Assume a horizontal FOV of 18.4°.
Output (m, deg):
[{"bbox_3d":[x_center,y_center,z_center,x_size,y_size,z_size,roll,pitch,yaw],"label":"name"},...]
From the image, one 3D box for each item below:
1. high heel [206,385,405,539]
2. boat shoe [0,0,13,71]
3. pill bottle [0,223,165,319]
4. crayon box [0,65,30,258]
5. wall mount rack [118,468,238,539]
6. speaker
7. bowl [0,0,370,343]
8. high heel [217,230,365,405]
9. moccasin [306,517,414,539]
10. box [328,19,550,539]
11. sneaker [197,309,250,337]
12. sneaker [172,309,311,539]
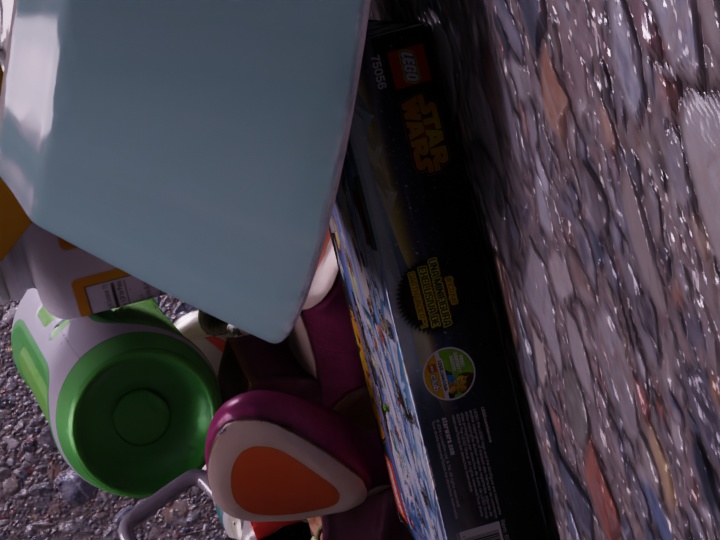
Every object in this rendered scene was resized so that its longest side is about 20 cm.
[{"bbox_3d":[-0.020,0.063,0.949,0.200,0.067,0.097,61,-153,-64],"label":"high heel"},{"bbox_3d":[-0.122,-0.113,0.843,0.086,0.074,0.203,11,115,47],"label":"boat shoe"},{"bbox_3d":[-0.103,-0.042,1.064,0.109,0.199,0.110,165,90,-84],"label":"pill bottle"},{"bbox_3d":[-0.193,-0.057,0.957,0.200,0.051,0.126,-44,60,45],"label":"crayon box"},{"bbox_3d":[-0.038,0.185,1.008,0.174,0.074,0.200,53,170,21],"label":"wall mount rack"},{"bbox_3d":[-0.126,0.051,1.122,0.200,0.088,0.089,-144,39,-70],"label":"speaker"},{"bbox_3d":[-0.063,-0.081,0.735,0.201,0.104,0.202,-173,90,-81],"label":"bowl"},{"bbox_3d":[0.000,0.000,1.027,0.068,0.096,0.200,66,149,26],"label":"high heel"},{"bbox_3d":[0.009,0.125,1.081,0.202,0.073,0.078,-100,-7,-49],"label":"moccasin"},{"bbox_3d":[0.020,0.009,0.818,0.137,0.040,0.201,-141,37,-78],"label":"box"},{"bbox_3d":[-0.048,0.003,1.193,0.200,0.088,0.077,-125,21,-75],"label":"sneaker"},{"bbox_3d":[-0.047,0.109,1.181,0.093,0.070,0.201,88,158,-83],"label":"sneaker"}]
